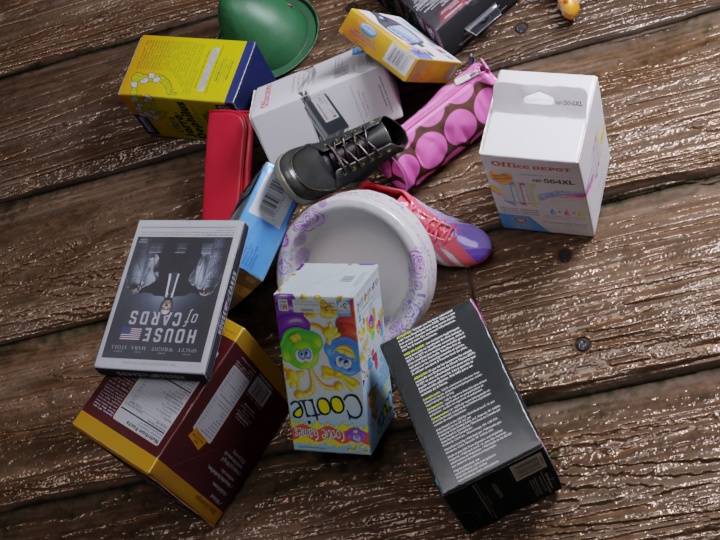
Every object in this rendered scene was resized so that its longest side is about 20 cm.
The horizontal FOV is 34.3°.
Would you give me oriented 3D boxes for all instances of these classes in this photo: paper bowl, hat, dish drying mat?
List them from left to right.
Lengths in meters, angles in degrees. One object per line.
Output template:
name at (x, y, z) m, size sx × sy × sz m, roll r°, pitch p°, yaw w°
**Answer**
dish drying mat at (-0.189, -0.124, 1.640) m, size 0.076 × 0.018 × 0.204 m, roll 4°, pitch 90°, yaw 27°
hat at (-0.180, -0.404, 1.743) m, size 0.197 × 0.177 × 0.168 m, roll 9°, pitch 66°, yaw 23°
paper bowl at (0.000, 0.000, 1.478) m, size 0.197 × 0.104 × 0.205 m, roll 4°, pitch 103°, yaw 16°

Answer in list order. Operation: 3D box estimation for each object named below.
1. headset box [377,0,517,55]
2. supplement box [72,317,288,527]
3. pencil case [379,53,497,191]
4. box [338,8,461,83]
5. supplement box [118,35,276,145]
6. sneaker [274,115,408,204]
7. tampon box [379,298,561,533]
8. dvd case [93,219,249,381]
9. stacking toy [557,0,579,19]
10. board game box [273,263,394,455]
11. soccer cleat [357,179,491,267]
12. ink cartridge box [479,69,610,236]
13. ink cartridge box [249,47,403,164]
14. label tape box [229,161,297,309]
headset box at (0.125, -0.415, 1.704) m, size 0.148 × 0.077 × 0.200 m, roll -40°, pitch 59°, yaw -5°
supplement box at (-0.208, 0.170, 1.434) m, size 0.131 × 0.198 × 0.201 m, roll 24°, pitch 72°, yaw 29°
pencil case at (0.107, -0.198, 1.584) m, size 0.199 × 0.094 × 0.091 m, roll -41°, pitch 67°, yaw -4°
box at (0.062, -0.306, 1.599) m, size 0.119 × 0.199 × 0.042 m, roll 39°, pitch 113°, yaw 14°
supplement box at (-0.238, -0.268, 1.732) m, size 0.197 × 0.109 × 0.111 m, roll 8°, pitch 65°, yaw 23°
sneaker at (-0.024, -0.148, 1.466) m, size 0.106 × 0.199 × 0.076 m, roll -32°, pitch 87°, yaw 33°
tampon box at (0.128, 0.168, 1.347) m, size 0.125 × 0.150 × 0.202 m, roll -25°, pitch 58°, yaw 5°
dvd case at (-0.222, 0.032, 1.384) m, size 0.148 × 0.025 × 0.203 m, roll 1°, pitch 61°, yaw 20°
stacking toy at (0.283, -0.450, 1.667) m, size 0.108 × 0.116 × 0.204 m, roll -10°, pitch 74°, yaw 14°
board game box at (-0.030, 0.104, 1.397) m, size 0.101 × 0.204 × 0.105 m, roll 1°, pitch 21°, yaw 19°
soccer cleat at (0.079, -0.062, 1.531) m, size 0.198 × 0.077 × 0.067 m, roll 25°, pitch 73°, yaw 29°
ink cartridge box at (0.231, -0.151, 1.453) m, size 0.126 × 0.201 × 0.127 m, roll 6°, pitch 65°, yaw 22°
ink cartridge box at (-0.048, -0.235, 1.628) m, size 0.197 × 0.085 × 0.145 m, roll -20°, pitch 23°, yaw 8°
label tape box at (-0.151, -0.039, 1.531) m, size 0.065 × 0.200 × 0.145 m, roll 28°, pitch 69°, yaw -13°
